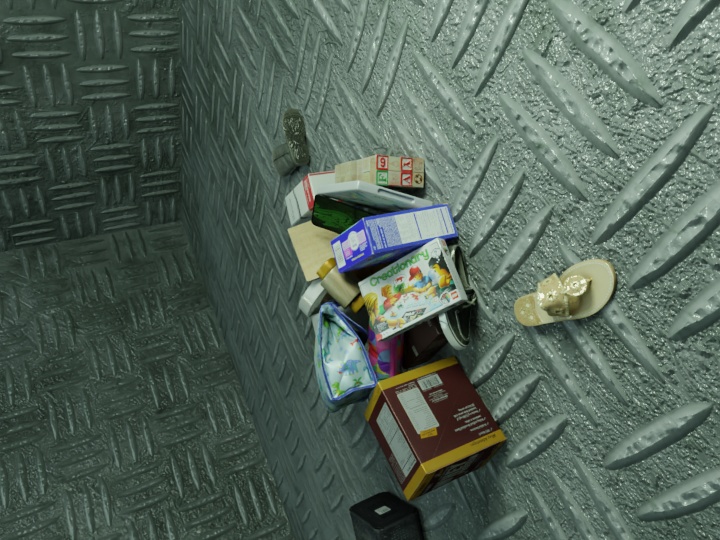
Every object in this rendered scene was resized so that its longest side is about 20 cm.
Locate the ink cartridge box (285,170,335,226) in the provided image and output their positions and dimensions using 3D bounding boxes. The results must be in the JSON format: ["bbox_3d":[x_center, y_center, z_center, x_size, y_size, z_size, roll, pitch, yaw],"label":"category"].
[{"bbox_3d":[-0.096,-0.188,1.444,0.200,0.142,0.085,-25,78,63],"label":"ink cartridge box"}]

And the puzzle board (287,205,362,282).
[{"bbox_3d":[-0.065,-0.069,1.387,0.017,0.197,0.152,93,156,-68],"label":"puzzle board"}]

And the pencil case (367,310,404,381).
[{"bbox_3d":[0.056,0.154,1.208,0.088,0.087,0.203,42,141,49],"label":"pencil case"}]

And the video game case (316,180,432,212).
[{"bbox_3d":[0.026,-0.154,1.182,0.199,0.180,0.022,10,89,62],"label":"video game case"}]

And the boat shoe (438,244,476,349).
[{"bbox_3d":[0.186,0.052,1.072,0.063,0.070,0.203,-14,89,40],"label":"boat shoe"}]

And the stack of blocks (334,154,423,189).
[{"bbox_3d":[0.036,-0.205,1.196,0.199,0.114,0.060,9,100,62],"label":"stack of blocks"}]

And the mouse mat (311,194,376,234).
[{"bbox_3d":[-0.018,-0.108,1.282,0.161,0.197,0.008,113,178,-68],"label":"mouse mat"}]

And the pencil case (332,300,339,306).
[{"bbox_3d":[-0.096,0.028,1.618,0.087,0.077,0.202,82,164,-69],"label":"pencil case"}]

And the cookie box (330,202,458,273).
[{"bbox_3d":[0.065,-0.064,1.117,0.171,0.198,0.076,-27,77,62],"label":"cookie box"}]

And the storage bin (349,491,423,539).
[{"bbox_3d":[0.069,0.703,1.535,0.199,0.134,0.095,-13,91,64],"label":"storage bin"}]

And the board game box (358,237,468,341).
[{"bbox_3d":[0.097,0.040,1.075,0.199,0.034,0.128,-30,68,28],"label":"board game box"}]

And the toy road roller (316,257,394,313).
[{"bbox_3d":[0.000,0.000,1.257,0.123,0.146,0.200,44,-170,5],"label":"toy road roller"}]

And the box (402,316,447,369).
[{"bbox_3d":[0.137,0.128,1.208,0.101,0.074,0.201,64,150,23],"label":"box"}]

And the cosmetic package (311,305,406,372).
[{"bbox_3d":[-0.007,0.189,1.417,0.164,0.163,0.203,-8,95,63],"label":"cosmetic package"}]

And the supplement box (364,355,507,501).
[{"bbox_3d":[0.147,0.317,1.132,0.201,0.195,0.134,59,149,32],"label":"supplement box"}]

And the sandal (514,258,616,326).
[{"bbox_3d":[0.294,0.049,0.857,0.212,0.069,0.079,-42,65,61],"label":"sandal"}]

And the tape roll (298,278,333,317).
[{"bbox_3d":[-0.081,0.038,1.460,0.037,0.202,0.203,41,145,10],"label":"tape roll"}]

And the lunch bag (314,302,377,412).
[{"bbox_3d":[-0.046,0.186,1.207,0.170,0.126,0.202,106,144,-65],"label":"lunch bag"}]

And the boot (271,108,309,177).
[{"bbox_3d":[-0.224,-0.388,1.710,0.200,0.072,0.185,-168,69,-69],"label":"boot"}]
